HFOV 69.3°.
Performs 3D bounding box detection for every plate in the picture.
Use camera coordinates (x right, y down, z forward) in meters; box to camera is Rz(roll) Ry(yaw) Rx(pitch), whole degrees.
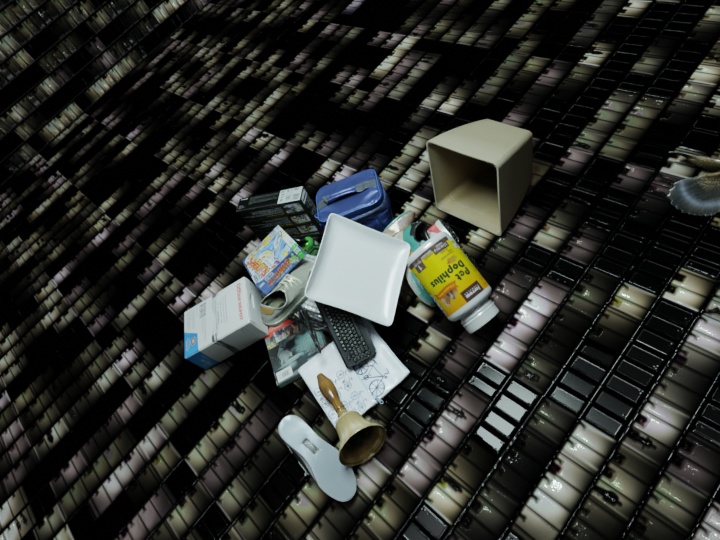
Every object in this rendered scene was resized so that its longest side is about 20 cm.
[{"bbox_3d":[-0.004,0.000,1.123,0.198,0.032,0.202,20,67,-10],"label":"plate"}]

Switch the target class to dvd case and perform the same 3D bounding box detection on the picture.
[{"bbox_3d":[-0.157,0.162,1.245,0.145,0.022,0.201,-30,47,3],"label":"dvd case"}]

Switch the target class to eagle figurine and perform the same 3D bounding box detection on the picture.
[{"bbox_3d":[0.732,-0.202,1.033,0.151,0.152,0.199,-18,-2,-41],"label":"eagle figurine"}]

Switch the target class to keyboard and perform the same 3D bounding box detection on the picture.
[{"bbox_3d":[-0.062,0.114,1.117,0.126,0.021,0.202,-27,85,0],"label":"keyboard"}]

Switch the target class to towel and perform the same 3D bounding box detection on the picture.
[{"bbox_3d":[-0.114,0.049,1.248,0.198,0.086,0.166,16,50,23],"label":"towel"}]

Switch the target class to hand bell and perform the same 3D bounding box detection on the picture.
[{"bbox_3d":[-0.042,0.278,1.046,0.104,0.104,0.200,-38,45,-5],"label":"hand bell"}]

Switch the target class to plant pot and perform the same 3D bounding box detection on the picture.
[{"bbox_3d":[0.297,-0.238,1.217,0.177,0.201,0.199,-40,48,-21],"label":"plant pot"}]

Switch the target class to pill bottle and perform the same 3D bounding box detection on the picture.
[{"bbox_3d":[0.193,0.027,1.073,0.109,0.109,0.201,-37,82,-4],"label":"pill bottle"}]

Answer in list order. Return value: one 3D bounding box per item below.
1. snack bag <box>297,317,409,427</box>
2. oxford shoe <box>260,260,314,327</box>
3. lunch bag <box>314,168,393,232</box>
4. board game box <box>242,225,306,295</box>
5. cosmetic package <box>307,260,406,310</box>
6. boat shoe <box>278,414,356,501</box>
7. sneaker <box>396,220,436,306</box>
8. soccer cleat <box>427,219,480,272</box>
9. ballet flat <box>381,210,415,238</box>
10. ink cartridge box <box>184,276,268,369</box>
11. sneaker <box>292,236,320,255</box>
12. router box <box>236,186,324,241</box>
[{"bbox_3d":[-0.015,0.218,1.120,0.199,0.021,0.189,-38,55,-3],"label":"snack bag"},{"bbox_3d":[-0.157,0.040,1.162,0.074,0.058,0.200,13,46,26],"label":"oxford shoe"},{"bbox_3d":[-0.025,-0.166,1.348,0.198,0.133,0.137,-20,50,11],"label":"lunch bag"},{"bbox_3d":[-0.215,-0.031,1.275,0.135,0.034,0.200,-46,28,-3],"label":"board game box"},{"bbox_3d":[0.000,0.000,1.191,0.198,0.052,0.152,28,55,2],"label":"cosmetic package"},{"bbox_3d":[-0.087,0.372,1.024,0.199,0.068,0.074,37,63,15],"label":"boat shoe"},{"bbox_3d":[0.144,-0.021,1.166,0.080,0.071,0.202,-41,57,39],"label":"sneaker"},{"bbox_3d":[0.206,-0.031,1.190,0.073,0.068,0.201,-42,47,18],"label":"soccer cleat"},{"bbox_3d":[0.069,-0.065,1.284,0.199,0.068,0.067,-38,68,3],"label":"ballet flat"},{"bbox_3d":[-0.338,0.132,1.300,0.199,0.086,0.147,-28,49,12],"label":"ink cartridge box"},{"bbox_3d":[-0.196,-0.047,1.376,0.198,0.085,0.079,-16,50,16],"label":"sneaker"},{"bbox_3d":[-0.214,-0.146,1.414,0.198,0.150,0.052,-6,54,21],"label":"router box"}]
